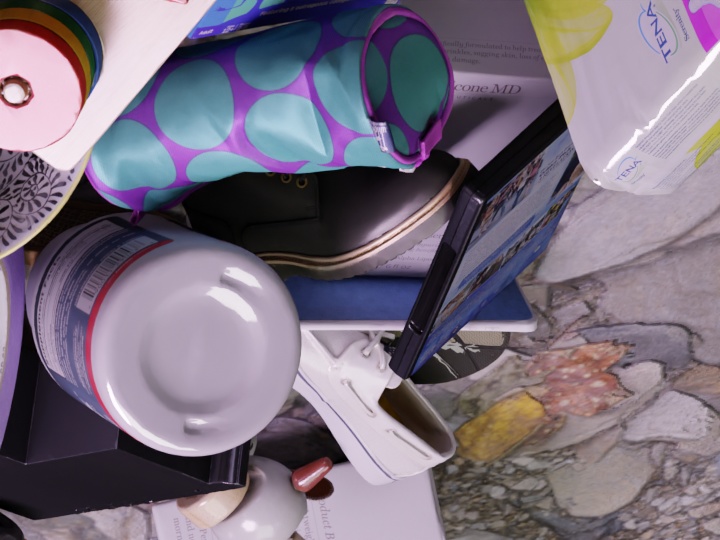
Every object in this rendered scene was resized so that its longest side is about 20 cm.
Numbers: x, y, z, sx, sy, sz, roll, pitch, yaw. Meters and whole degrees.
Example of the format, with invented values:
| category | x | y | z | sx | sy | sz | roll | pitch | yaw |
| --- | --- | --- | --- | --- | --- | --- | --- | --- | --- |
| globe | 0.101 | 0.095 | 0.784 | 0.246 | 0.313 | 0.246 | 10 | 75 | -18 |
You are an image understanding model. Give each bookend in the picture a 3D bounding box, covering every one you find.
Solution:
| category | x | y | z | sx | sy | sz | roll | pitch | yaw |
| --- | --- | --- | --- | --- | --- | --- | --- | --- | --- |
| bookend | -0.205 | 0.079 | 1.737 | 0.198 | 0.093 | 0.200 | -12 | 153 | 41 |

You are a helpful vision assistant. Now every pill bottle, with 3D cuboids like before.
| category | x | y | z | sx | sy | sz | roll | pitch | yaw |
| --- | --- | --- | --- | --- | --- | --- | --- | --- | --- |
| pill bottle | -0.121 | 0.029 | 1.580 | 0.119 | 0.120 | 0.200 | 3 | -173 | -22 |

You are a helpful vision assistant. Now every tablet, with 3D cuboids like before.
| category | x | y | z | sx | sy | sz | roll | pitch | yaw |
| --- | --- | --- | --- | --- | --- | --- | --- | --- | --- |
| tablet | 0.000 | 0.000 | 1.716 | 0.199 | 0.130 | 0.014 | 0 | 124 | -18 |

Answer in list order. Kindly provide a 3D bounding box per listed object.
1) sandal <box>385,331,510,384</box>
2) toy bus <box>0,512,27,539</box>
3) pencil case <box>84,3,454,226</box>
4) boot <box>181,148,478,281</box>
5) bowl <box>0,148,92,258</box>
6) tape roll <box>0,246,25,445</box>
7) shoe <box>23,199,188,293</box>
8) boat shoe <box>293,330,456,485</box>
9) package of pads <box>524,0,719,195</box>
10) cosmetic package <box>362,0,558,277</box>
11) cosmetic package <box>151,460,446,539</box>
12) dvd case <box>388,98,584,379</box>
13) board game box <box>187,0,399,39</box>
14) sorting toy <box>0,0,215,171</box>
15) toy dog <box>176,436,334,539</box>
| category | x | y | z | sx | sy | sz | roll | pitch | yaw |
| --- | --- | --- | --- | --- | --- | --- | --- | --- | --- |
| sandal | 0.000 | 0.030 | 1.827 | 0.200 | 0.057 | 0.080 | -2 | 129 | 15 |
| toy bus | -0.337 | 0.178 | 1.834 | 0.200 | 0.192 | 0.136 | 24 | 97 | -39 |
| pencil case | -0.053 | -0.083 | 1.492 | 0.199 | 0.085 | 0.093 | -7 | 112 | 32 |
| boot | -0.044 | -0.066 | 1.575 | 0.199 | 0.078 | 0.139 | -17 | 118 | 38 |
| bowl | -0.240 | -0.101 | 1.489 | 0.200 | 0.094 | 0.202 | -1 | 100 | -7 |
| tape roll | -0.248 | 0.053 | 1.574 | 0.065 | 0.201 | 0.200 | 8 | 147 | 7 |
| shoe | -0.163 | -0.004 | 1.711 | 0.199 | 0.070 | 0.053 | 18 | 137 | -26 |
| boat shoe | -0.003 | 0.059 | 1.766 | 0.070 | 0.071 | 0.200 | -16 | 126 | 27 |
| package of pads | 0.153 | -0.158 | 1.466 | 0.068 | 0.201 | 0.155 | 5 | 143 | -33 |
| cosmetic package | 0.047 | -0.083 | 1.649 | 0.112 | 0.081 | 0.200 | 1 | 145 | -16 |
| cosmetic package | -0.032 | 0.235 | 1.978 | 0.199 | 0.166 | 0.165 | -11 | 167 | -2 |
| dvd case | 0.085 | -0.030 | 1.599 | 0.143 | 0.018 | 0.200 | -42 | 165 | -31 |
| board game box | 0.000 | -0.207 | 1.441 | 0.152 | 0.045 | 0.200 | -15 | 153 | -39 |
| sorting toy | -0.171 | -0.163 | 1.365 | 0.199 | 0.070 | 0.200 | 37 | 117 | -13 |
| toy dog | -0.066 | 0.127 | 1.844 | 0.096 | 0.200 | 0.132 | -38 | 131 | 7 |
